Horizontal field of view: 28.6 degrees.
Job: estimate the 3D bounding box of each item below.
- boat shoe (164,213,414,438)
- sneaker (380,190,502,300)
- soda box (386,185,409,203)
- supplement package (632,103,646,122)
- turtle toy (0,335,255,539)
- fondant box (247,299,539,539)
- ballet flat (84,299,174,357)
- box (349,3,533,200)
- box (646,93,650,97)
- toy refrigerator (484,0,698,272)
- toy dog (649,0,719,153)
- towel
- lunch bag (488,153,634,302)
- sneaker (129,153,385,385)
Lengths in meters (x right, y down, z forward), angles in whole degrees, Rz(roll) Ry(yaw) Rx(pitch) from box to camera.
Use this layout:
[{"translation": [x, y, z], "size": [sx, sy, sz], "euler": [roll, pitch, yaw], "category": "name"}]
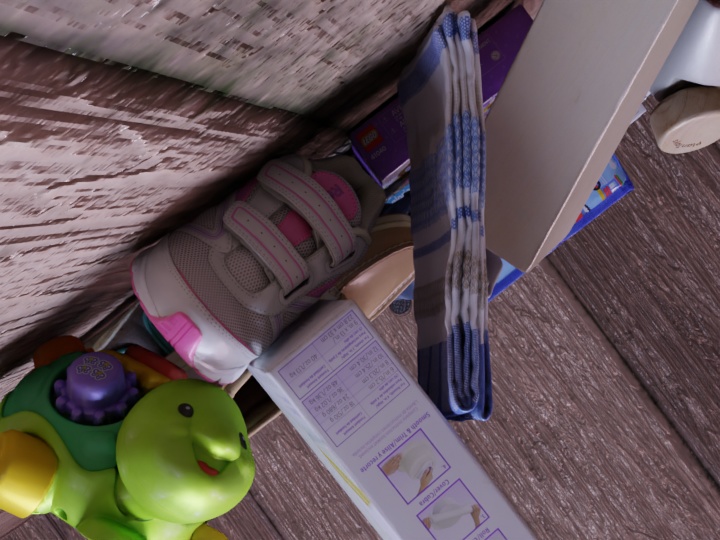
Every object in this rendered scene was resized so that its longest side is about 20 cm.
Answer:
[{"translation": [-0.034, 0.045, 0.842], "size": [0.199, 0.066, 0.074], "euler": [-37, 144, -5], "category": "boat shoe"}, {"translation": [0.000, -0.002, 0.926], "size": [0.201, 0.078, 0.145], "euler": [-24, -164, -34], "category": "sneaker"}, {"translation": [0.082, -0.097, 1.109], "size": [0.199, 0.068, 0.064], "euler": [-38, 163, 5], "category": "soda box"}, {"translation": [0.175, -0.138, 1.484], "size": [0.155, 0.111, 0.200], "euler": [-38, 178, -18], "category": "supplement package"}, {"translation": [-0.118, 0.093, 0.724], "size": [0.102, 0.145, 0.199], "euler": [-62, -153, -8], "category": "turtle toy"}, {"translation": [0.024, 0.109, 0.741], "size": [0.058, 0.201, 0.144], "euler": [-40, -175, -8], "category": "fondant box"}, {"translation": [-0.131, 0.039, 0.878], "size": [0.199, 0.068, 0.062], "euler": [-35, -152, 0], "category": "ballet flat"}, {"translation": [0.058, -0.108, 0.970], "size": [0.136, 0.039, 0.200], "euler": [-37, 178, 0], "category": "box"}, {"translation": [0.259, -0.220, 1.211], "size": [0.176, 0.097, 0.200], "euler": [-37, 178, -32], "category": "box"}, {"translation": [0.118, -0.106, 0.770], "size": [0.076, 0.070, 0.201], "euler": [-37, 156, -56], "category": "toy refrigerator"}, {"translation": [0.227, -0.149, 0.821], "size": [0.095, 0.134, 0.200], "euler": [-11, 177, -21], "category": "toy dog"}, {"translation": [0.041, -0.022, 0.739], "size": [0.023, 0.203, 0.147], "euler": [-1, 174, -8], "category": "towel"}, {"translation": [0.123, -0.080, 1.195], "size": [0.199, 0.151, 0.094], "euler": [-37, 178, 2], "category": "lunch bag"}, {"translation": [-0.047, -0.015, 0.726], "size": [0.088, 0.081, 0.200], "euler": [-39, -174, 28], "category": "sneaker"}]
